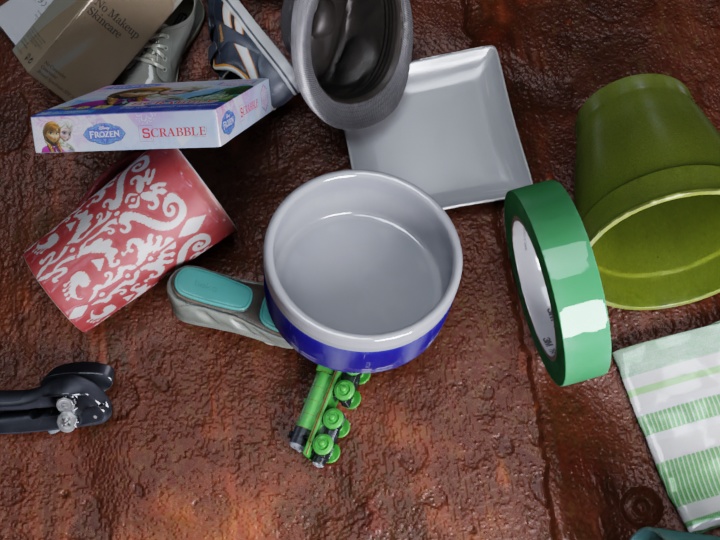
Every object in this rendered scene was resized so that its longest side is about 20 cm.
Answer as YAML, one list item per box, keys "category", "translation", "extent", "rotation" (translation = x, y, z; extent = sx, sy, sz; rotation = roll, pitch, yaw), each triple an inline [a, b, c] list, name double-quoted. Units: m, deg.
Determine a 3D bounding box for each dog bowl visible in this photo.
- category: "dog bowl"
  translation: [0.000, 0.000, 1.143]
  extent: [0.198, 0.079, 0.201]
  rotation: [3, 60, -5]

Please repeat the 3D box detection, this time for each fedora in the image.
- category: "fedora"
  translation: [-0.028, -0.265, 1.251]
  extent: [0.176, 0.201, 0.090]
  rotation: [-23, 30, -34]

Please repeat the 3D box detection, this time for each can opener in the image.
- category: "can opener"
  translation: [-0.359, 0.148, 1.187]
  extent: [0.198, 0.079, 0.064]
  rotation: [-11, 106, 3]

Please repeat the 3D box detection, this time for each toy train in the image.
- category: "toy train"
  translation: [-0.021, 0.109, 1.178]
  extent: [0.056, 0.042, 0.201]
  rotation: [15, 70, 21]

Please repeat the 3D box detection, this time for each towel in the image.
- category: "towel"
  translation: [0.364, 0.153, 1.136]
  extent: [0.151, 0.023, 0.201]
  rotation: [-16, 68, -1]

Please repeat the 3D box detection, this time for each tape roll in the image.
- category: "tape roll"
  translation: [0.194, 0.012, 1.112]
  extent: [0.048, 0.201, 0.202]
  rotation: [-14, 67, -1]

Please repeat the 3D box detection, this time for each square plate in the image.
- category: "square plate"
  translation: [0.081, -0.153, 1.282]
  extent: [0.197, 0.028, 0.201]
  rotation: [-11, 67, 0]

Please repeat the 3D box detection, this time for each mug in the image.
- category: "mug"
  translation: [-0.256, -0.038, 1.231]
  extent: [0.200, 0.177, 0.134]
  rotation: [-38, 106, -6]

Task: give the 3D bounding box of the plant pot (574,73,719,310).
- category: "plant pot"
  translation: [0.307, -0.094, 1.166]
  extent: [0.199, 0.201, 0.194]
  rotation: [-7, 55, 2]

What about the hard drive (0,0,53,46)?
- category: "hard drive"
  translation: [-0.343, -0.330, 1.390]
  extent: [0.200, 0.026, 0.132]
  rotation: [-37, 70, -11]

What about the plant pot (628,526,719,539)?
- category: "plant pot"
  translation: [0.331, 0.331, 0.981]
  extent: [0.160, 0.201, 0.202]
  rotation: [3, 67, -7]

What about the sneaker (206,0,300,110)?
- category: "sneaker"
  translation: [-0.149, -0.266, 1.320]
  extent: [0.079, 0.078, 0.200]
  rotation: [-37, 62, 3]

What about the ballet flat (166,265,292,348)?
- category: "ballet flat"
  translation: [-0.112, 0.047, 1.199]
  extent: [0.199, 0.064, 0.068]
  rotation: [17, 54, 6]

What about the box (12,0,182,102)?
- category: "box"
  translation: [-0.299, -0.293, 1.297]
  extent: [0.200, 0.095, 0.078]
  rotation: [-50, 42, 5]

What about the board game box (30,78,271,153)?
- category: "board game box"
  translation: [-0.216, -0.168, 1.193]
  extent: [0.198, 0.200, 0.041]
  rotation: [-1, 108, 10]

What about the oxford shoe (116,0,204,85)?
- category: "oxford shoe"
  translation: [-0.247, -0.258, 1.337]
  extent: [0.075, 0.058, 0.201]
  rotation: [19, 72, 10]
